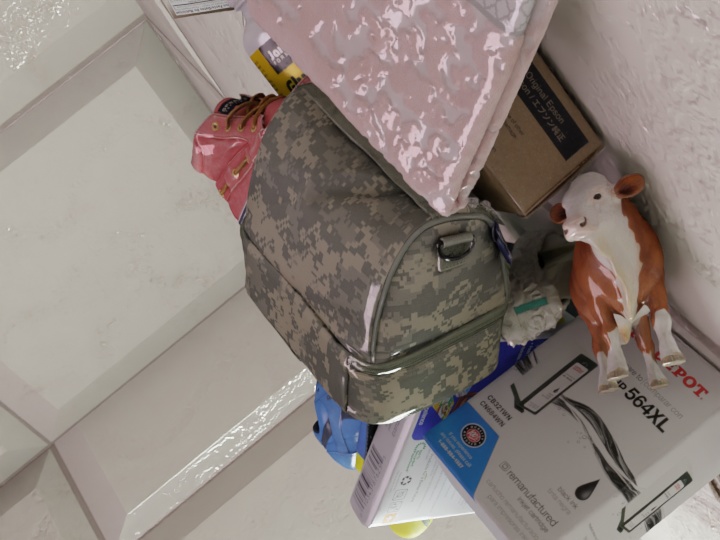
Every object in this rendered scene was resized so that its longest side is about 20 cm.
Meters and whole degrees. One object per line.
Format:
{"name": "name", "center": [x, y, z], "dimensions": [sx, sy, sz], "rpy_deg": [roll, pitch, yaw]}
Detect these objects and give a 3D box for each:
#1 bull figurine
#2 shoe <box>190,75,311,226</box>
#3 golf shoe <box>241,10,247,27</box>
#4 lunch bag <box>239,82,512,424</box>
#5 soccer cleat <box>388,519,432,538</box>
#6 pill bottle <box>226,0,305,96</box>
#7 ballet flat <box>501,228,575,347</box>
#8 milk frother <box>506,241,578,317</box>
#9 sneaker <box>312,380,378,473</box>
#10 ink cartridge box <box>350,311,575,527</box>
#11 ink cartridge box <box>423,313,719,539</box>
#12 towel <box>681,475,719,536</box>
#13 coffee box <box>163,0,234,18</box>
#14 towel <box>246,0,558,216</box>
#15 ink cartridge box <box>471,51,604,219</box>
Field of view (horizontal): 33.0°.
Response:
{"name": "bull figurine", "center": [0.169, 0.012, 0.798], "dimensions": [0.200, 0.065, 0.122], "rpy_deg": [41, -142, -72]}
{"name": "shoe", "center": [-0.077, -0.111, 0.961], "dimensions": [0.091, 0.071, 0.200], "rpy_deg": [46, 144, 8]}
{"name": "golf shoe", "center": [-0.061, -0.233, 1.082], "dimensions": [0.200, 0.092, 0.073], "rpy_deg": [52, 174, -21]}
{"name": "lunch bag", "center": [0.010, -0.020, 0.835], "dimensions": [0.200, 0.139, 0.168], "rpy_deg": [48, 151, 40]}
{"name": "soccer cleat", "center": [0.048, 0.164, 1.092], "dimensions": [0.064, 0.201, 0.084], "rpy_deg": [26, -150, 20]}
{"name": "pill bottle", "center": [-0.024, -0.178, 0.999], "dimensions": [0.200, 0.112, 0.112], "rpy_deg": [52, 175, -8]}
{"name": "ballet flat", "center": [0.149, 0.007, 0.946], "dimensions": [0.072, 0.072, 0.200], "rpy_deg": [51, -156, -2]}
{"name": "milk frother", "center": [0.146, 0.064, 1.178], "dimensions": [0.200, 0.179, 0.189], "rpy_deg": [-60, -28, -66]}
{"name": "sneaker", "center": [-0.007, 0.094, 1.008], "dimensions": [0.078, 0.066, 0.201], "rpy_deg": [31, 141, 17]}
{"name": "ink cartridge box", "center": [0.108, 0.122, 1.020], "dimensions": [0.047, 0.199, 0.199], "rpy_deg": [49, 130, 44]}
{"name": "ink cartridge box", "center": [0.173, 0.129, 0.928], "dimensions": [0.146, 0.200, 0.084], "rpy_deg": [46, 171, 43]}
{"name": "towel", "center": [0.310, 0.195, 1.119], "dimensions": [0.133, 0.034, 0.200], "rpy_deg": [53, 175, -9]}
{"name": "coffee box", "center": [-0.163, -0.332, 1.095], "dimensions": [0.200, 0.079, 0.114], "rpy_deg": [62, -157, -66]}
{"name": "towel", "center": [0.016, -0.159, 0.672], "dimensions": [0.200, 0.032, 0.192], "rpy_deg": [49, 141, 25]}
{"name": "ink cartridge box", "center": [0.060, -0.126, 0.828], "dimensions": [0.165, 0.075, 0.200], "rpy_deg": [51, 175, -12]}
